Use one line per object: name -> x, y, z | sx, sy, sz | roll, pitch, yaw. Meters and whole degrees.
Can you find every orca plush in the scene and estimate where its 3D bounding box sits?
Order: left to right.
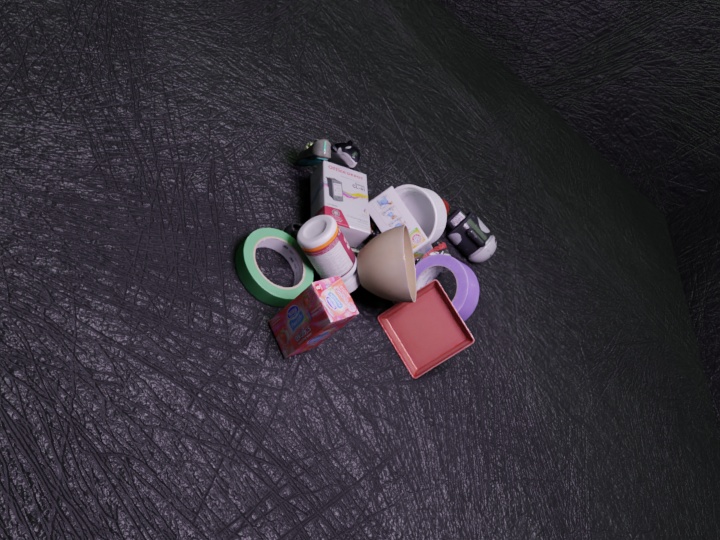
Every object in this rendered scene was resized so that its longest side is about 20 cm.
orca plush -> -0.040, -0.332, 1.686 | 0.105, 0.200, 0.071 | 42, 79, -8

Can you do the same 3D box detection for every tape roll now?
tape roll -> -0.211, -0.009, 1.476 | 0.199, 0.048, 0.202 | 24, 47, -28
tape roll -> 0.235, 0.059, 1.712 | 0.085, 0.199, 0.202 | 21, 46, -53

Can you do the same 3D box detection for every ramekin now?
ramekin -> 0.170, -0.163, 1.836 | 0.097, 0.200, 0.202 | -10, 68, -54

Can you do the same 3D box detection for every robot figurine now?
robot figurine -> 0.381, -0.121, 2.051 | 0.200, 0.125, 0.150 | 47, 43, -4

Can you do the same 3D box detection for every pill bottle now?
pill bottle -> -0.074, -0.036, 1.524 | 0.110, 0.109, 0.201 | -80, 150, -42

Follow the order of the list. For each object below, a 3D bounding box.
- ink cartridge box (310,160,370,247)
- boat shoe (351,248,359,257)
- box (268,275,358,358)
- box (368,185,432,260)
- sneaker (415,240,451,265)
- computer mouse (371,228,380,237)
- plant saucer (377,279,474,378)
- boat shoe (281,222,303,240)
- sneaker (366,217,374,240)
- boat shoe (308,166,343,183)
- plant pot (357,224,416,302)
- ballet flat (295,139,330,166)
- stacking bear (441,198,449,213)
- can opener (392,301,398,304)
ink cartridge box -> -0.056, -0.181, 1.617 | 0.146, 0.086, 0.202 | 14, 57, -28
boat shoe -> 0.000, 0.000, 1.648 | 0.199, 0.074, 0.063 | 33, 37, -28
box -> -0.111, 0.108, 1.363 | 0.094, 0.200, 0.103 | -13, 70, -47
box -> 0.113, -0.125, 1.736 | 0.201, 0.101, 0.112 | 57, 6, 16
sneaker -> 0.232, -0.025, 1.883 | 0.098, 0.071, 0.200 | 55, 39, 8
computer mouse -> 0.086, -0.028, 1.704 | 0.110, 0.044, 0.201 | 58, 10, -54
plant saucer -> 0.179, 0.160, 1.628 | 0.201, 0.199, 0.037 | 58, 11, 9
boat shoe -> -0.122, -0.086, 1.609 | 0.199, 0.057, 0.069 | 8, 56, -39
sneaker -> -0.036, -0.178, 1.755 | 0.200, 0.070, 0.090 | 44, 35, -16
boat shoe -> -0.074, -0.276, 1.786 | 0.199, 0.075, 0.062 | -19, 86, -39
plant pot -> 0.066, -0.010, 1.553 | 0.200, 0.133, 0.203 | -7, 90, -77
ballet flat -> -0.130, -0.336, 1.684 | 0.067, 0.200, 0.064 | 4, 92, -24
stacking bear -> 0.234, -0.187, 1.983 | 0.122, 0.114, 0.200 | 52, 36, 1
can opener -> 0.115, 0.024, 1.748 | 0.052, 0.066, 0.201 | 30, 39, -28
